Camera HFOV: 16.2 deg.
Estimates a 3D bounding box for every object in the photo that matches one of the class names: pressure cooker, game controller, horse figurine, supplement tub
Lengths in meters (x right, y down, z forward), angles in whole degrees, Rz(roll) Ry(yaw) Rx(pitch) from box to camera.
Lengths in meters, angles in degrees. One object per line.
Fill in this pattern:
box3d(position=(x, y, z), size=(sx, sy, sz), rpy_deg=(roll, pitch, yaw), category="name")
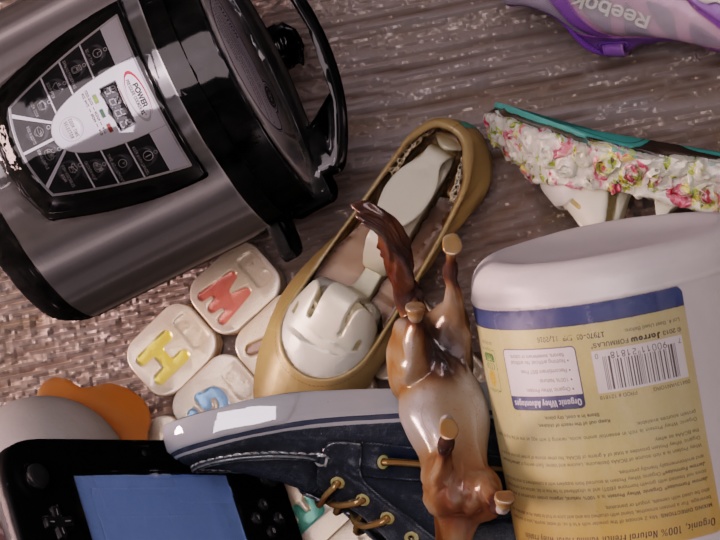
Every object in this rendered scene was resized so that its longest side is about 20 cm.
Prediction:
box3d(position=(-0.111, -0.088, 1.352), size=(0.200, 0.176, 0.179), rpy_deg=(-25, 47, 8), category="pressure cooker")
box3d(position=(-0.103, 0.136, 1.296), size=(0.042, 0.200, 0.104), rpy_deg=(-44, 60, 31), category="game controller")
box3d(position=(0.039, 0.064, 1.249), size=(0.050, 0.133, 0.200), rpy_deg=(-11, 70, -7), category="horse figurine")
box3d(position=(0.140, 0.081, 1.264), size=(0.144, 0.144, 0.200), rpy_deg=(-9, 98, 13), category="supplement tub")

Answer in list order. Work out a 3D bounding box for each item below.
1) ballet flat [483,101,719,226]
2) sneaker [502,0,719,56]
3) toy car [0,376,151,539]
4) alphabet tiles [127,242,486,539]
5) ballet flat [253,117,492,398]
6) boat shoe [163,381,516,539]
box3d(position=(0.154, -0.040, 1.333), size=(0.200, 0.076, 0.064), rpy_deg=(14, 93, 18), category="ballet flat")
box3d(position=(0.157, -0.148, 1.349), size=(0.200, 0.088, 0.080), rpy_deg=(22, 43, -2), category="sneaker")
box3d(position=(-0.172, 0.143, 1.356), size=(0.177, 0.184, 0.200), rpy_deg=(36, 67, 16), category="toy car")
box3d(position=(-0.035, 0.084, 1.391), size=(0.196, 0.015, 0.200), rpy_deg=(-43, 75, 5), category="alphabet tiles")
box3d(position=(0.000, 0.000, 1.359), size=(0.069, 0.063, 0.200), rpy_deg=(30, 85, 12), category="ballet flat")
box3d(position=(0.001, 0.109, 1.314), size=(0.200, 0.071, 0.091), rpy_deg=(-4, 81, -12), category="boat shoe")
